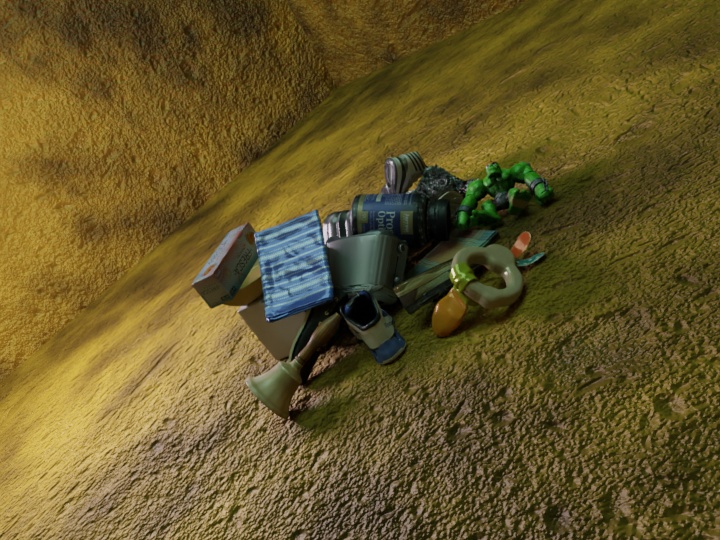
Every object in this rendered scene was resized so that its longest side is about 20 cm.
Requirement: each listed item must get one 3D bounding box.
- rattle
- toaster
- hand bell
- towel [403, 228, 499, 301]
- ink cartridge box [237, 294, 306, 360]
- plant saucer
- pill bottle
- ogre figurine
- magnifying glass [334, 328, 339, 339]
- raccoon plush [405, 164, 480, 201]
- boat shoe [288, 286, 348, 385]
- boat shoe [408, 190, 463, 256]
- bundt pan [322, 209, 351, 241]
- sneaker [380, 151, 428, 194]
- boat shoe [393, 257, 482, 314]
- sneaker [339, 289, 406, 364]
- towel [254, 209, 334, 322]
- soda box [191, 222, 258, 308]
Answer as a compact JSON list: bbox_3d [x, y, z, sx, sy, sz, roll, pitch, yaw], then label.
[{"bbox_3d":[0.223,0.027,1.160,0.129,0.144,0.200,21,35,26],"label":"rattle"},{"bbox_3d":[0.000,0.000,1.348,0.198,0.113,0.131,-6,69,34],"label":"toaster"},{"bbox_3d":[-0.102,0.157,1.210,0.200,0.104,0.104,-48,23,-3],"label":"hand bell"},{"bbox_3d":[0.169,-0.019,1.343,0.200,0.022,0.146,-42,23,-18],"label":"towel"},{"bbox_3d":[-0.136,0.060,1.452,0.146,0.145,0.201,-23,25,30],"label":"ink cartridge box"},{"bbox_3d":[-0.198,-0.008,1.419,0.199,0.049,0.200,-33,24,8],"label":"plant saucer"},{"bbox_3d":[0.086,-0.104,1.400,0.197,0.113,0.112,0,32,14],"label":"pill bottle"},{"bbox_3d":[0.284,-0.156,1.370,0.199,0.098,0.121,-38,34,34],"label":"ogre figurine"},{"bbox_3d":[-0.056,0.084,1.401,0.022,0.080,0.200,-24,14,32],"label":"magnifying glass"},{"bbox_3d":[0.174,-0.170,1.562,0.134,0.097,0.199,-53,27,-21],"label":"raccoon plush"},{"bbox_3d":[-0.083,0.127,1.273,0.203,0.063,0.074,-69,-18,-1],"label":"boat shoe"},{"bbox_3d":[0.147,-0.092,1.481,0.199,0.072,0.065,-37,-13,-2],"label":"boat shoe"},{"bbox_3d":[0.001,-0.113,1.597,0.199,0.077,0.202,-11,5,1],"label":"bundt pan"},{"bbox_3d":[0.116,-0.209,1.664,0.114,0.202,0.076,-21,57,-20],"label":"sneaker"},{"bbox_3d":[0.154,0.021,1.226,0.199,0.067,0.072,-22,1,-23],"label":"boat shoe"},{"bbox_3d":[0.012,0.081,1.236,0.080,0.116,0.199,-35,21,-5],"label":"sneaker"},{"bbox_3d":[-0.130,-0.009,1.285,0.143,0.024,0.202,-19,63,13],"label":"towel"},{"bbox_3d":[-0.265,-0.014,1.372,0.063,0.069,0.201,-23,25,28],"label":"soda box"}]
